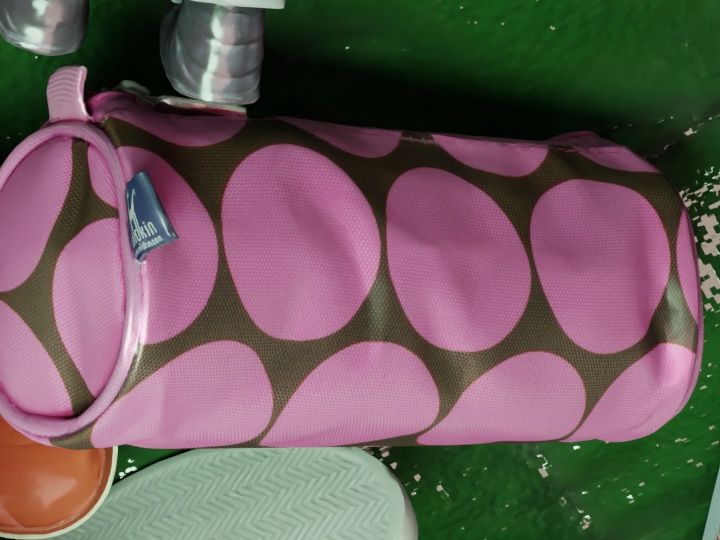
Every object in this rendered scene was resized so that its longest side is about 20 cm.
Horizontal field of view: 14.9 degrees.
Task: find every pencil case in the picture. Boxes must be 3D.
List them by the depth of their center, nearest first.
[{"bbox_3d":[0.000,0.000,0.733,0.199,0.094,0.090,3,170,-38],"label":"pencil case"}]

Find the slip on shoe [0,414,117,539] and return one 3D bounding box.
[{"bbox_3d":[-0.117,0.012,0.751,0.074,0.061,0.201,-19,135,0],"label":"slip on shoe"}]

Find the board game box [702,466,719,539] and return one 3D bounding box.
[{"bbox_3d":[0.219,0.030,0.868,0.198,0.041,0.201,-4,131,-13],"label":"board game box"}]

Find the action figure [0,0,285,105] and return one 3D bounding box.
[{"bbox_3d":[-0.037,-0.140,0.633,0.129,0.070,0.201,11,124,-14],"label":"action figure"}]

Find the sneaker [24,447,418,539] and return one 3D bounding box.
[{"bbox_3d":[-0.055,0.126,0.868,0.199,0.074,0.116,-21,136,18],"label":"sneaker"}]
